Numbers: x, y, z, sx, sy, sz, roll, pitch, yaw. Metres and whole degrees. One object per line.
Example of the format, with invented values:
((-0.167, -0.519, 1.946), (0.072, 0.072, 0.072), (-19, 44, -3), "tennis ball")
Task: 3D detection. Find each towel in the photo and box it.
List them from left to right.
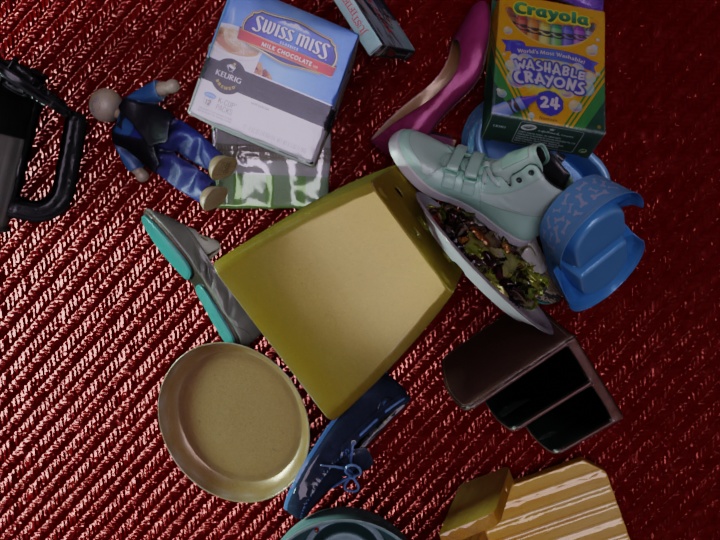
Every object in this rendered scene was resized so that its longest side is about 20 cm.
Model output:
((-0.108, -0.174, 0.927), (0.147, 0.031, 0.202), (1, 94, 0), "towel")

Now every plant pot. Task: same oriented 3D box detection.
((-0.149, 0.179, 0.928), (0.198, 0.027, 0.202), (4, 103, 17), "plant pot")
((-0.019, 0.367, 0.915), (0.198, 0.134, 0.203), (0, 94, -1), "plant pot")
((0.000, 0.000, 0.832), (0.176, 0.200, 0.201), (-36, 94, 21), "plant pot")

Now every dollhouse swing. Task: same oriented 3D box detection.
((0.221, 0.344, 0.907), (0.174, 0.182, 0.202), (-19, 94, 21), "dollhouse swing")

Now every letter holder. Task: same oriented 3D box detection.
((0.177, 0.128, 0.865), (0.141, 0.200, 0.101), (-33, 97, 4), "letter holder")

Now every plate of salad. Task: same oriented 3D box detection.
((0.134, -0.016, 0.794), (0.200, 0.200, 0.048), (45, 104, -4), "plate of salad")

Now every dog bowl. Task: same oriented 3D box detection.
((0.211, -0.125, 0.918), (0.200, 0.050, 0.112), (41, 93, -3), "dog bowl")
((0.253, -0.031, 0.855), (0.111, 0.200, 0.050), (-38, 57, -1), "dog bowl")

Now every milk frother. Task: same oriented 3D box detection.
((-0.404, -0.137, 0.842), (0.179, 0.200, 0.190), (15, 94, -6), "milk frother")

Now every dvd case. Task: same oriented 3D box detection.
((-0.002, -0.295, 0.837), (0.022, 0.200, 0.147), (-32, 94, 20), "dvd case")

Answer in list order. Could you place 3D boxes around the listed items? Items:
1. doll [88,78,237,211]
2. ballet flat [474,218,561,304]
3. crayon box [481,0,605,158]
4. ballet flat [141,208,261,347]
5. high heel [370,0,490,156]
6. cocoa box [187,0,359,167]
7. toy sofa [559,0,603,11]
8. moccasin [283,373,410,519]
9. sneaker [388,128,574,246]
((-0.234, -0.156, 0.898), (0.199, 0.048, 0.137), (33, 119, 16), "doll")
((0.160, -0.025, 0.917), (0.198, 0.068, 0.076), (24, 128, 0), "ballet flat")
((0.207, -0.234, 0.871), (0.124, 0.052, 0.202), (9, 65, -3), "crayon box")
((-0.183, 0.001, 0.930), (0.064, 0.067, 0.201), (-37, 95, -26), "ballet flat")
((0.084, -0.224, 0.904), (0.095, 0.067, 0.202), (15, 97, -13), "high heel")
((-0.085, -0.194, 0.814), (0.132, 0.200, 0.132), (21, 95, -5), "cocoa box")
((0.214, -0.374, 0.891), (0.198, 0.083, 0.099), (18, 92, -2), "toy sofa")
((-0.011, 0.206, 0.902), (0.068, 0.081, 0.201), (33, 73, 11), "moccasin")
((0.135, -0.119, 0.837), (0.199, 0.118, 0.074), (30, 48, -8), "sneaker")
